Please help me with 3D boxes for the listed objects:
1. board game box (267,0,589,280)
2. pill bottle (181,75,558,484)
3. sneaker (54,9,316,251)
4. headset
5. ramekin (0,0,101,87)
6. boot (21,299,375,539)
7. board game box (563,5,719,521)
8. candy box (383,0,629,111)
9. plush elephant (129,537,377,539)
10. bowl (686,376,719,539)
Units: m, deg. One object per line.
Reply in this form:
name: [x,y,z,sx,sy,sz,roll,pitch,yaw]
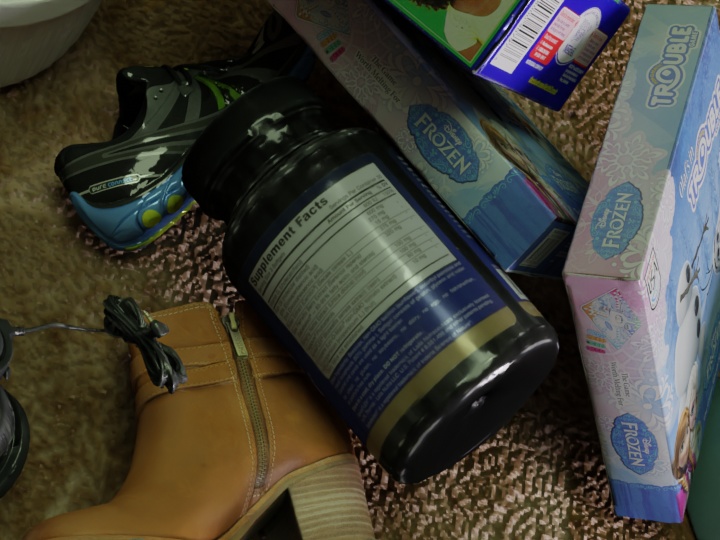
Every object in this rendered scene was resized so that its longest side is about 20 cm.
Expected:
board game box: [0.057,-0.081,1.051,0.199,0.043,0.200,48,13,15]
pill bottle: [0.000,0.000,0.968,0.111,0.112,0.200,-28,68,-34]
sneaker: [-0.092,-0.095,1.059,0.083,0.071,0.200,44,56,1]
headset: [-0.183,0.067,0.874,0.199,0.124,0.094,-29,55,-24]
ramekin: [-0.226,-0.193,1.045,0.198,0.105,0.202,11,55,-16]
boot: [-0.093,0.085,0.939,0.198,0.077,0.156,-5,58,-28]
board game box: [0.167,-0.003,1.033,0.043,0.200,0.201,4,49,22]
candy box: [0.030,-0.178,0.986,0.200,0.077,0.169,39,11,16]
plush elephant: [-0.058,0.184,0.830,0.164,0.201,0.155,-35,42,-14]
bowl: [0.294,0.114,1.070,0.199,0.105,0.203,11,56,-17]
